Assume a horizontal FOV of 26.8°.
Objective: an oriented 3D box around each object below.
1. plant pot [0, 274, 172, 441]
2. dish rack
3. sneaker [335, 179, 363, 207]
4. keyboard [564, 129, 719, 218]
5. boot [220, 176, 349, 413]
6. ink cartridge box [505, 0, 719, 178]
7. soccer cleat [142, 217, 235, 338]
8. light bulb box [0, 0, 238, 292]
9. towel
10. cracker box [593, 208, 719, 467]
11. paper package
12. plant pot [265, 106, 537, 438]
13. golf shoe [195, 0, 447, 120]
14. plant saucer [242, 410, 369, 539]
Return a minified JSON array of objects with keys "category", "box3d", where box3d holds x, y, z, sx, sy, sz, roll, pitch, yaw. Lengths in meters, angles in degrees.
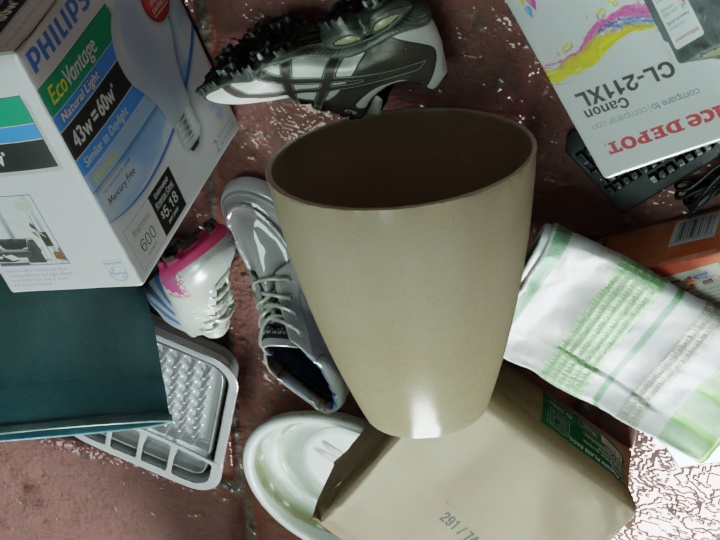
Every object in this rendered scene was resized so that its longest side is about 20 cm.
[{"category":"plant pot","box3d":[-0.265,0.043,1.264,0.199,0.200,0.189,-11,81,34]},{"category":"dish rack","box3d":[-0.194,0.112,1.423,0.171,0.044,0.201,22,137,7]},{"category":"sneaker","box3d":[0.000,0.000,1.202,0.082,0.074,0.201,-8,118,31]},{"category":"keyboard","box3d":[0.234,-0.092,1.020,0.104,0.040,0.200,42,136,-14]},{"category":"boot","box3d":[-0.057,0.024,1.232,0.073,0.096,0.200,-19,120,38]},{"category":"ink cartridge box","box3d":[0.176,-0.174,0.923,0.145,0.083,0.200,-18,113,37]},{"category":"soccer cleat","box3d":[-0.127,0.013,1.237,0.087,0.070,0.200,53,164,-6]},{"category":"light bulb box","box3d":[-0.208,-0.123,1.093,0.124,0.199,0.201,-4,130,26]},{"category":"towel","box3d":[0.195,0.058,1.106,0.199,0.031,0.149,29,141,3]},{"category":"cracker box","box3d":[0.259,0.055,1.133,0.133,0.058,0.200,-14,122,38]},{"category":"paper package","box3d":[0.098,0.180,1.259,0.200,0.104,0.191,36,113,-7]},{"category":"plant pot","box3d":[0.039,0.010,1.072,0.186,0.187,0.201,4,117,23]},{"category":"golf shoe","box3d":[-0.030,-0.139,1.079,0.199,0.078,0.095,-13,124,36]},{"category":"plant saucer","box3d":[-0.010,0.189,1.400,0.199,0.050,0.201,14,135,15]}]
